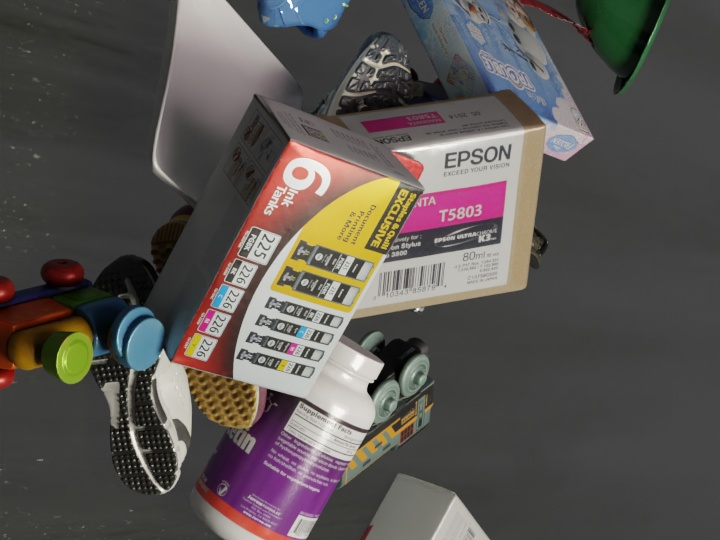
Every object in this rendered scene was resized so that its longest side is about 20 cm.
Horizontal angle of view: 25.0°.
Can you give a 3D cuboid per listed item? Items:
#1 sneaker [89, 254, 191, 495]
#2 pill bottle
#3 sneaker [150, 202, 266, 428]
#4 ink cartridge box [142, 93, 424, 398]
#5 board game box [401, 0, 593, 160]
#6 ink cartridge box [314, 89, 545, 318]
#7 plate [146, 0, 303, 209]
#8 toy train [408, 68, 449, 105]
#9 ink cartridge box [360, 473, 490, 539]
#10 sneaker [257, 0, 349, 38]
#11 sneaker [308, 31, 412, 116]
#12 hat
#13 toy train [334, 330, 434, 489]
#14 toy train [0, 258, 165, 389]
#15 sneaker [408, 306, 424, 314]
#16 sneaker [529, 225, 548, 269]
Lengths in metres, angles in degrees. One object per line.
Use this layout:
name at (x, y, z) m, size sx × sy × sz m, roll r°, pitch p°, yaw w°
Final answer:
sneaker at (-0.182, 0.081, 1.351) m, size 0.080 × 0.073 × 0.202 m, roll -58°, pitch 146°, yaw -68°
pill bottle at (-0.061, 0.150, 1.452) m, size 0.112 × 0.112 × 0.201 m, roll 26°, pitch 94°, yaw -53°
sneaker at (-0.113, 0.035, 1.392) m, size 0.090 × 0.074 × 0.202 m, roll -48°, pitch 130°, yaw -56°
ink cartridge box at (-0.044, -0.010, 1.273) m, size 0.175 × 0.084 × 0.201 m, roll 17°, pitch 111°, yaw -34°
board game box at (0.122, -0.213, 1.554) m, size 0.199 × 0.043 × 0.200 m, roll 12°, pitch 49°, yaw -54°
ink cartridge box at (0.051, -0.055, 1.401) m, size 0.198 × 0.075 × 0.166 m, roll -10°, pitch 124°, yaw -20°
plate at (-0.115, -0.119, 1.340) m, size 0.200 × 0.032 × 0.202 m, roll 44°, pitch 43°, yaw -49°
toy train at (0.046, -0.127, 1.559) m, size 0.199 × 0.084 × 0.117 m, roll 2°, pitch 116°, yaw -52°
ink cartridge box at (0.075, 0.336, 1.755) m, size 0.146 × 0.083 × 0.200 m, roll -59°, pitch 142°, yaw -21°
sneaker at (-0.027, -0.268, 1.431) m, size 0.199 × 0.076 × 0.106 m, roll -24°, pitch 133°, yaw -39°
sneaker at (-0.026, -0.124, 1.443) m, size 0.077 × 0.086 × 0.201 m, roll 13°, pitch 106°, yaw -45°
hat at (0.245, -0.306, 1.816) m, size 0.200 × 0.175 × 0.167 m, roll 117°, pitch -6°, yaw -79°
toy train at (0.000, 0.143, 1.595) m, size 0.200 × 0.085 × 0.115 m, roll -35°, pitch 138°, yaw -41°
toy train at (-0.248, 0.056, 1.198) m, size 0.199 × 0.115 × 0.085 m, roll -16°, pitch 114°, yaw -50°
sneaker at (0.000, 0.000, 1.506) m, size 0.199 × 0.113 × 0.076 m, roll -23°, pitch 128°, yaw -48°
sneaker at (0.149, -0.071, 1.690) m, size 0.076 × 0.113 × 0.201 m, roll 5°, pitch 96°, yaw -55°
